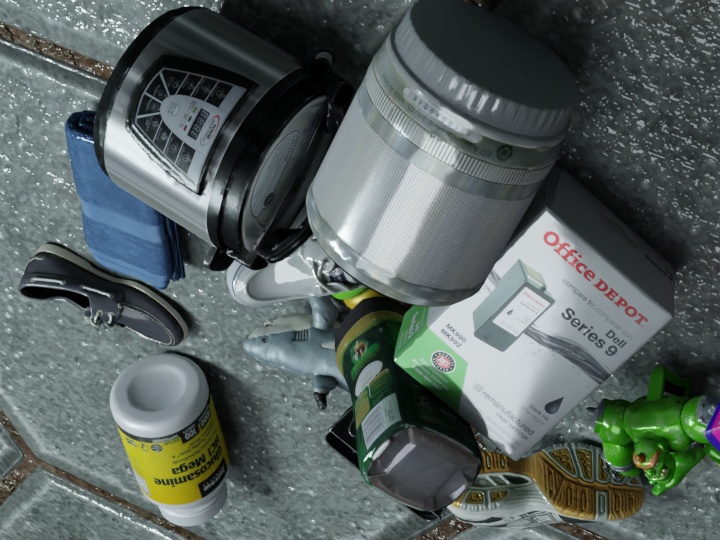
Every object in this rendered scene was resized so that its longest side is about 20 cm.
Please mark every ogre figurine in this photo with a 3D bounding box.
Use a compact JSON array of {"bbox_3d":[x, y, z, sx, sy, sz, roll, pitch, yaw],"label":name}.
[{"bbox_3d":[0.284,0.150,1.496,0.120,0.099,0.199,39,168,-35],"label":"ogre figurine"}]

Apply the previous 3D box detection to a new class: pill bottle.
[{"bbox_3d":[-0.211,0.199,1.925,0.111,0.113,0.201,15,141,24],"label":"pill bottle"}]

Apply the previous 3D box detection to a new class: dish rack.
[{"bbox_3d":[0.066,0.166,1.717,0.153,0.055,0.200,38,144,-6],"label":"dish rack"}]

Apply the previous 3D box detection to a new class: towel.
[{"bbox_3d":[-0.234,-0.072,1.687,0.111,0.049,0.201,21,143,18],"label":"towel"}]

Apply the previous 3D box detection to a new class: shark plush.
[{"bbox_3d":[-0.021,0.110,1.662,0.200,0.083,0.091,43,151,17],"label":"shark plush"}]

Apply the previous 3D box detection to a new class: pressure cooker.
[{"bbox_3d":[-0.101,-0.111,1.416,0.199,0.179,0.177,32,143,18],"label":"pressure cooker"}]

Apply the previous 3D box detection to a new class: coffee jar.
[{"bbox_3d":[0.037,0.112,1.483,0.104,0.201,0.085,29,115,-26],"label":"coffee jar"}]

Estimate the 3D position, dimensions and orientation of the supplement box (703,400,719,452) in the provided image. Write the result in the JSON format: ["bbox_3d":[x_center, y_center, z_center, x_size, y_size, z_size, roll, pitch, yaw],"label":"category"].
[{"bbox_3d":[0.391,0.105,1.346,0.101,0.104,0.199,44,145,-13],"label":"supplement box"}]

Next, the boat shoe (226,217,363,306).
[{"bbox_3d":[-0.022,-0.014,1.474,0.198,0.066,0.074,-24,122,1],"label":"boat shoe"}]

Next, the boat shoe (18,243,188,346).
[{"bbox_3d":[-0.284,0.042,1.843,0.198,0.063,0.073,26,144,11],"label":"boat shoe"}]

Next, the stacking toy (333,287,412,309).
[{"bbox_3d":[0.000,0.000,1.568,0.200,0.086,0.085,44,144,-25],"label":"stacking toy"}]

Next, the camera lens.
[{"bbox_3d":[0.059,-0.086,1.296,0.159,0.160,0.201,31,121,4],"label":"camera lens"}]

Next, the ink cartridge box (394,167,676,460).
[{"bbox_3d":[0.146,0.037,1.411,0.146,0.084,0.200,39,118,-9],"label":"ink cartridge box"}]

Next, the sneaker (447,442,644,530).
[{"bbox_3d":[0.179,0.217,1.656,0.197,0.076,0.088,3,153,7],"label":"sneaker"}]
